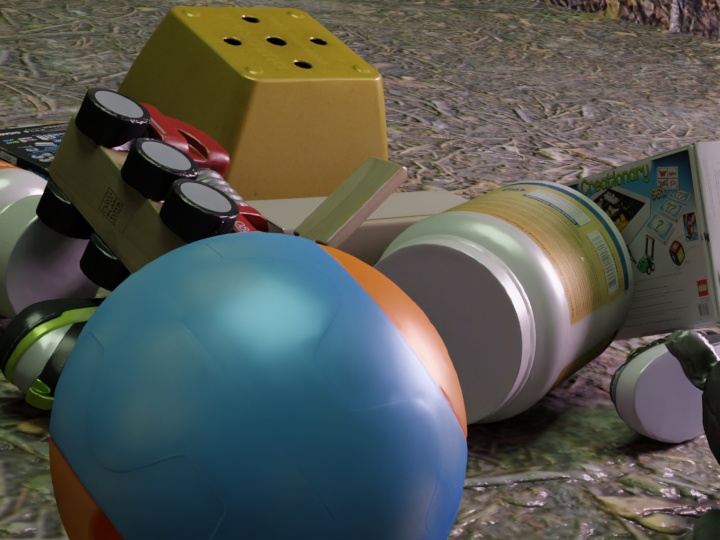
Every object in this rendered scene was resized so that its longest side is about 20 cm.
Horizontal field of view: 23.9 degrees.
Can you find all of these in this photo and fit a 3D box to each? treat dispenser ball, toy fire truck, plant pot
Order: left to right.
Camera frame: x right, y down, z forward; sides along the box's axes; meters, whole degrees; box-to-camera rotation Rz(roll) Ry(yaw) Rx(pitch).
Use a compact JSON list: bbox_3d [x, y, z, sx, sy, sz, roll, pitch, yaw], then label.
[{"bbox_3d":[-0.087,-0.048,1.152,0.199,0.129,0.176,6,30,-45],"label":"toy fire truck"},{"bbox_3d":[-0.089,-0.110,1.406,0.199,0.177,0.200,-5,35,-37],"label":"plant pot"},{"bbox_3d":[-0.048,0.083,0.815,0.200,0.202,0.201,7,17,-2],"label":"treat dispenser ball"}]

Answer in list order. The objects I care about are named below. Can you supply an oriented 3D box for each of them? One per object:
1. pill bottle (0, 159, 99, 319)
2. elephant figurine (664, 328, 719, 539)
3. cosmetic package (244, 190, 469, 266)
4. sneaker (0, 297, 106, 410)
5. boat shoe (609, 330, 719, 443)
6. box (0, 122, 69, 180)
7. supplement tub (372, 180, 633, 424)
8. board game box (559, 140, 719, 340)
[{"bbox_3d":[-0.282,-0.030,1.248,0.200,0.110,0.109,21,21,39],"label":"pill bottle"},{"bbox_3d":[0.257,0.124,0.962,0.155,0.142,0.200,-17,23,26],"label":"elephant figurine"},{"bbox_3d":[0.000,0.000,1.281,0.199,0.104,0.073,-7,22,-36],"label":"cosmetic package"},{"bbox_3d":[-0.148,0.061,1.119,0.200,0.072,0.083,-13,50,-47],"label":"sneaker"},{"bbox_3d":[0.223,0.073,1.201,0.066,0.070,0.200,11,15,39],"label":"boat shoe"},{"bbox_3d":[-0.228,-0.092,1.579,0.199,0.050,0.198,-12,28,-43],"label":"box"},{"bbox_3d":[0.092,0.022,1.173,0.144,0.145,0.200,15,18,24],"label":"supplement tub"},{"bbox_3d":[0.207,-0.015,1.250,0.034,0.127,0.200,-5,-4,-25],"label":"board game box"}]
